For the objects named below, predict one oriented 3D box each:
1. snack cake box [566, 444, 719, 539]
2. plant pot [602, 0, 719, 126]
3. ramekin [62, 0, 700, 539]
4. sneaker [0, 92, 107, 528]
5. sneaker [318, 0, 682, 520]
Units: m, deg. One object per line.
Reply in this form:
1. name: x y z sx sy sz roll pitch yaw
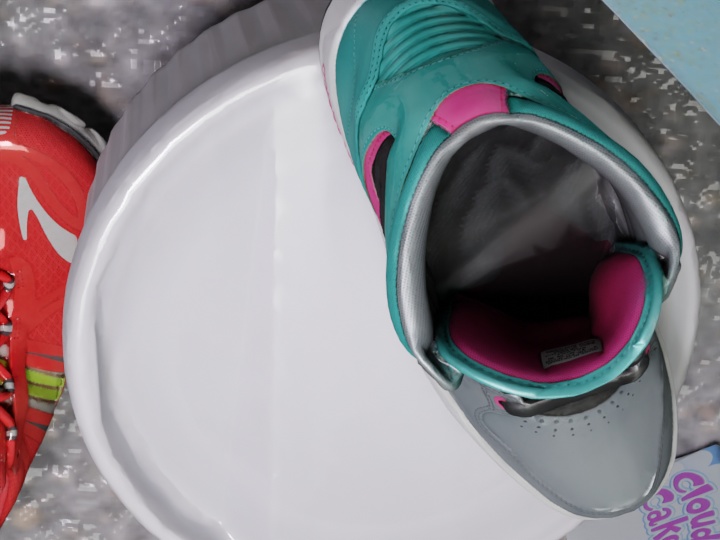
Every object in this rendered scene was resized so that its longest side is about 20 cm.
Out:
1. snack cake box: 0.148 0.177 1.100 0.067 0.115 0.200 -23 123 14
2. plant pot: 0.164 -0.135 0.842 0.200 0.197 0.196 -32 120 28
3. ramekin: 0.000 0.000 0.965 0.202 0.094 0.203 -6 118 -11
4. sneaker: -0.126 0.034 1.012 0.077 0.085 0.200 11 124 -9
5. sneaker: 0.055 0.014 0.861 0.083 0.121 0.200 -27 120 2
